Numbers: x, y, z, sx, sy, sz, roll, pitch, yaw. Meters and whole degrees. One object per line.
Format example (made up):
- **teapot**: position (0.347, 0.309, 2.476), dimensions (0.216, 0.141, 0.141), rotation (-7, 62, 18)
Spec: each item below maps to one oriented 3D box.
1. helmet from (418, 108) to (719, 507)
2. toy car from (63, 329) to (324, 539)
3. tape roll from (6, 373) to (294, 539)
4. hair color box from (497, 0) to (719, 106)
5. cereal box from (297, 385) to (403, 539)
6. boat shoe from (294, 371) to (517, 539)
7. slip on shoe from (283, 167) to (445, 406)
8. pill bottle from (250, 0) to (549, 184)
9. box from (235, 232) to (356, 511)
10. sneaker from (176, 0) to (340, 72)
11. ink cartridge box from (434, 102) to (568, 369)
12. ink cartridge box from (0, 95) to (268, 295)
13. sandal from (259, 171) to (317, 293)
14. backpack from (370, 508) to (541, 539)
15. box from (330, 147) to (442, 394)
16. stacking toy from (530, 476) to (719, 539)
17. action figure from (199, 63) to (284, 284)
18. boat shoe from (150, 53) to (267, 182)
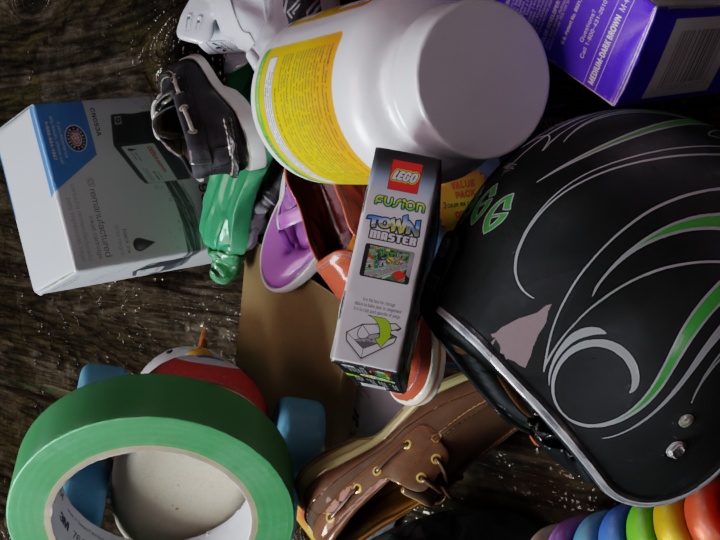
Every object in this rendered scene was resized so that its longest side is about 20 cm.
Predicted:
- **helmet**: position (0.149, 0.010, 0.624), dimensions (0.200, 0.191, 0.200), rotation (47, 175, 5)
- **toy car**: position (-0.139, 0.111, 0.962), dimensions (0.200, 0.184, 0.177), rotation (-97, 21, -55)
- **tape roll**: position (-0.147, 0.164, 0.838), dimensions (0.048, 0.200, 0.201), rotation (-97, 21, -55)
- **hair color box**: position (0.121, -0.174, 0.683), dimensions (0.200, 0.109, 0.065), rotation (43, 129, 35)
- **cereal box**: position (-0.014, 0.141, 0.983), dimensions (0.144, 0.040, 0.200), rotation (45, 131, 38)
- **boat shoe**: position (0.046, 0.137, 0.831), dimensions (0.200, 0.072, 0.068), rotation (-33, 44, 14)
- **slip on shoe**: position (0.000, 0.000, 0.799), dimensions (0.074, 0.061, 0.200), rotation (-33, 74, 51)
- **pill bottle**: position (0.020, -0.105, 0.685), dimensions (0.200, 0.111, 0.111), rotation (10, 108, 64)
- **box**: position (-0.057, 0.089, 0.978), dimensions (0.163, 0.021, 0.200), rotation (32, 121, 48)
- **sneaker**: position (-0.072, -0.166, 0.895), dimensions (0.115, 0.075, 0.200), rotation (-21, 61, 26)
- **ink cartridge box**: position (0.078, -0.036, 0.801), dimensions (0.136, 0.076, 0.200), rotation (-5, 94, 51)
- **ink cartridge box**: position (-0.194, -0.072, 1.020), dimensions (0.084, 0.200, 0.145), rotation (-21, 83, 49)
- **sandal**: position (-0.033, -0.074, 0.904), dimensions (0.203, 0.050, 0.082), rotation (-56, 41, 20)
- **backpack**: position (0.045, 0.256, 0.872), dimensions (0.200, 0.167, 0.127), rotation (-55, 42, 46)
- **box**: position (0.018, 0.009, 0.666), dimensions (0.200, 0.035, 0.110), rotation (67, -145, -81)
- **stacking toy**: position (0.191, 0.167, 0.717), dimensions (0.200, 0.085, 0.085), rotation (-41, 68, 43)
- **action figure**: position (-0.093, -0.085, 0.975), dimensions (0.118, 0.055, 0.200), rotation (23, 99, 48)
- **boat shoe**: position (-0.134, -0.119, 0.923), dimensions (0.200, 0.060, 0.074), rotation (-135, 32, -54)
